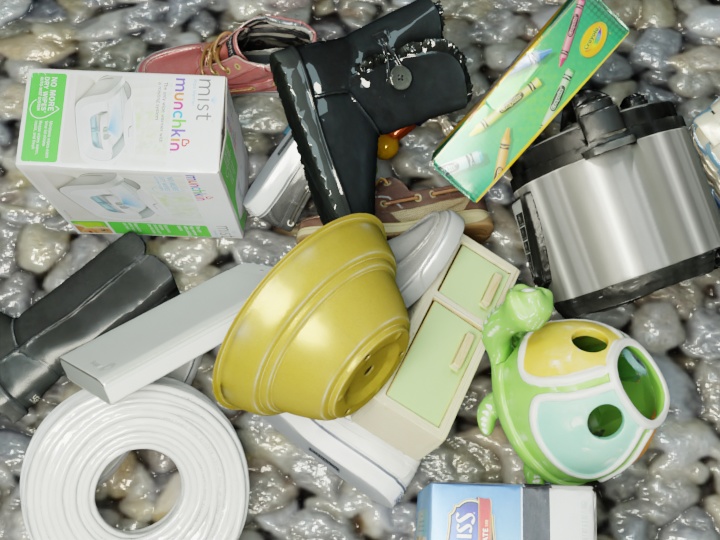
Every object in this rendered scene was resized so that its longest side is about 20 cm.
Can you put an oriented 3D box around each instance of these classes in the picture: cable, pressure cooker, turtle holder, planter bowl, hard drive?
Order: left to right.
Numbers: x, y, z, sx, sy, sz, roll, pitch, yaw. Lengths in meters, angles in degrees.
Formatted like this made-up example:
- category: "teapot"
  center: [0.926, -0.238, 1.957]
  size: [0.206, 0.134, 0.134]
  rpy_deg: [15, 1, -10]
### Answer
- category: "cable"
  center: [-0.197, 0.194, 0.863]
  size: [0.198, 0.069, 0.202]
  rpy_deg: [0, 91, -16]
- category: "hard drive"
  center: [-0.159, 0.050, 0.878]
  size: [0.199, 0.132, 0.026]
  rpy_deg: [-29, 109, -27]
- category: "planter bowl"
  center: [-0.019, 0.059, 0.793]
  size: [0.083, 0.201, 0.201]
  rpy_deg: [38, 77, 23]
- category: "turtle holder"
  center: [0.190, 0.096, 0.870]
  size: [0.140, 0.131, 0.187]
  rpy_deg: [-12, 80, -43]
- category: "pressure cooker"
  center: [0.235, -0.071, 0.918]
  size: [0.178, 0.175, 0.201]
  rpy_deg: [-16, 86, -37]

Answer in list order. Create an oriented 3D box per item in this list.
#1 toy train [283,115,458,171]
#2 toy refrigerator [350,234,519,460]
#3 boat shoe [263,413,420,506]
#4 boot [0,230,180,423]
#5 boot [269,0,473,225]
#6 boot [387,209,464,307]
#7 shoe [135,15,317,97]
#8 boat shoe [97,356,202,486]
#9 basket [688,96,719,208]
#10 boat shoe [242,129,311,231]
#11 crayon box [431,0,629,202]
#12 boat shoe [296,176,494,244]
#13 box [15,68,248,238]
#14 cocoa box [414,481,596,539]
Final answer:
- category: "toy train"
  center: [0.027, -0.133, 0.996]
  size: [0.199, 0.085, 0.116]
  rpy_deg: [35, 91, 4]
- category: "toy refrigerator"
  center: [0.073, 0.065, 0.905]
  size: [0.076, 0.070, 0.201]
  rpy_deg: [32, 57, -3]
- category: "boat shoe"
  center: [-0.033, 0.138, 0.921]
  size: [0.200, 0.074, 0.065]
  rpy_deg: [38, 69, -1]
- category: "boot"
  center: [-0.296, 0.025, 0.949]
  size: [0.200, 0.066, 0.165]
  rpy_deg: [-40, 71, -12]
- category: "boot"
  center: [0.027, -0.127, 0.870]
  size: [0.167, 0.076, 0.202]
  rpy_deg: [-20, 96, -12]
- category: "boot"
  center: [0.000, 0.000, 0.913]
  size: [0.095, 0.074, 0.200]
  rpy_deg: [38, 106, -19]
- category: "shoe"
  center: [-0.138, -0.218, 1.004]
  size: [0.198, 0.091, 0.072]
  rpy_deg: [-2, 75, -1]
- category: "boat shoe"
  center: [-0.216, 0.119, 0.926]
  size: [0.073, 0.065, 0.201]
  rpy_deg: [28, 76, 7]
- category: "basket"
  center: [0.399, -0.103, 0.933]
  size: [0.139, 0.200, 0.177]
  rpy_deg: [-36, 77, 15]
- category: "boat shoe"
  center: [-0.032, -0.122, 0.944]
  size: [0.066, 0.070, 0.200]
  rpy_deg: [34, 98, -19]
- category: "crayon box"
  center: [0.151, -0.160, 0.903]
  size: [0.058, 0.119, 0.200]
  rpy_deg: [41, 101, -3]
- category: "boat shoe"
  center: [0.032, -0.057, 0.978]
  size: [0.198, 0.072, 0.073]
  rpy_deg: [-7, 68, -7]
- category: "box"
  center: [-0.201, -0.105, 0.918]
  size: [0.175, 0.200, 0.098]
  rpy_deg: [3, 75, -1]
- category: "cocoa box"
  center: [0.113, 0.251, 0.825]
  size: [0.130, 0.200, 0.135]
  rpy_deg: [3, 75, 1]
